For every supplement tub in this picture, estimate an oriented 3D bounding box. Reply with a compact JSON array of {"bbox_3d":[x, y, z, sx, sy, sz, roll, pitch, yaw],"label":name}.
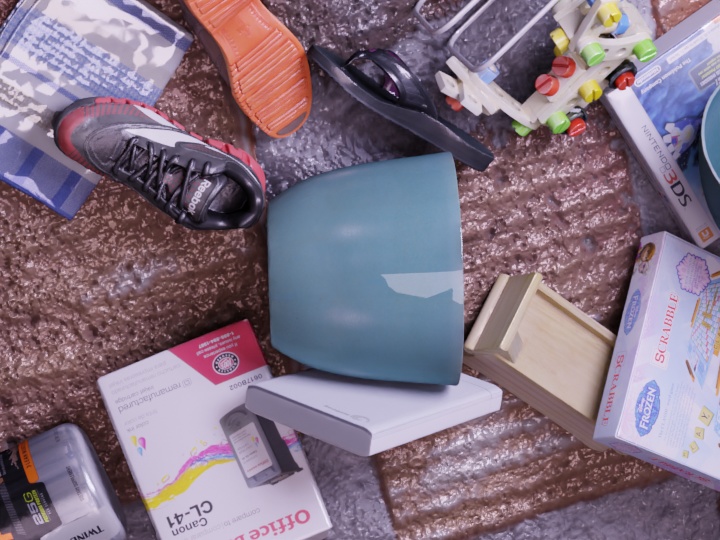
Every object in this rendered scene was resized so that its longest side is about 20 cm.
[{"bbox_3d":[-0.314,0.225,1.701,0.200,0.123,0.123,-26,110,-4],"label":"supplement tub"}]

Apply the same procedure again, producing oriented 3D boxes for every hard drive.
[{"bbox_3d":[0.014,0.110,1.677,0.200,0.132,0.027,-13,116,-53],"label":"hard drive"}]

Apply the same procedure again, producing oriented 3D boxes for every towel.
[{"bbox_3d":[-0.251,-0.158,1.652,0.147,0.024,0.200,31,100,-21],"label":"towel"}]

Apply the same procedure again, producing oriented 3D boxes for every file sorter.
[{"bbox_3d":[0.065,-0.279,1.622,0.125,0.139,0.200,-44,110,6],"label":"file sorter"}]

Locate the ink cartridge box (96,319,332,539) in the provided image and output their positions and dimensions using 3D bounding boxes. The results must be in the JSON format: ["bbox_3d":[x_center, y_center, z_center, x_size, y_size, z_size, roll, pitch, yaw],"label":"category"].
[{"bbox_3d":[-0.126,0.162,1.701,0.148,0.086,0.200,-22,80,-6],"label":"ink cartridge box"}]

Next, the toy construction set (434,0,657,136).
[{"bbox_3d":[0.168,-0.176,1.675,0.200,0.131,0.092,-28,70,33],"label":"toy construction set"}]

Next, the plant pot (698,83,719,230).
[{"bbox_3d":[0.384,-0.071,1.695,0.200,0.200,0.135,-10,148,-9],"label":"plant pot"}]

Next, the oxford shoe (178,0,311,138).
[{"bbox_3d":[-0.102,-0.199,1.653,0.071,0.073,0.200,-36,129,-11],"label":"oxford shoe"}]

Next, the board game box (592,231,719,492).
[{"bbox_3d":[0.323,0.093,1.783,0.199,0.041,0.200,24,72,-23],"label":"board game box"}]

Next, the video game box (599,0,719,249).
[{"bbox_3d":[0.339,-0.147,1.768,0.200,0.047,0.182,-35,113,0],"label":"video game box"}]

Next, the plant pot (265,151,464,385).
[{"bbox_3d":[0.000,0.000,1.668,0.161,0.201,0.201,-1,107,-2],"label":"plant pot"}]

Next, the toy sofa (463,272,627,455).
[{"bbox_3d":[0.192,0.087,1.797,0.200,0.098,0.083,34,73,-19],"label":"toy sofa"}]

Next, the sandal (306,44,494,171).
[{"bbox_3d":[0.039,-0.154,1.690,0.200,0.075,0.048,28,104,-27],"label":"sandal"}]

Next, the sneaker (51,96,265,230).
[{"bbox_3d":[-0.162,-0.086,1.639,0.200,0.098,0.071,22,106,-25],"label":"sneaker"}]
